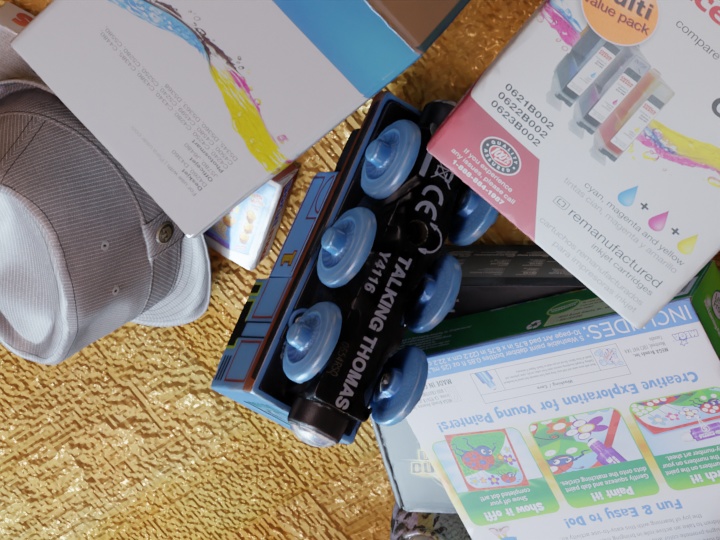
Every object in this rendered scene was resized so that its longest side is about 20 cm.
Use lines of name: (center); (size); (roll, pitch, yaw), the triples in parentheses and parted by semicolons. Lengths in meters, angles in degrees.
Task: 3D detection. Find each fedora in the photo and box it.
fedora: (-0.180, -0.014, 1.726); (0.177, 0.090, 0.200); (22, 141, 20)

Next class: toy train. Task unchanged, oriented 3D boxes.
toy train: (0.000, 0.000, 1.600); (0.087, 0.200, 0.114); (28, 168, -26)

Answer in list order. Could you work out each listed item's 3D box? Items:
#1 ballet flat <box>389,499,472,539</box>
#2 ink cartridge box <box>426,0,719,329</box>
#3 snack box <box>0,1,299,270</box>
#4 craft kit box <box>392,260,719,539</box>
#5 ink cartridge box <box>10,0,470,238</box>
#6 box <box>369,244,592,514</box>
ballet flat: (0.053, 0.211, 1.726); (0.072, 0.072, 0.200); (-37, 66, 42)
ink cartridge box: (0.162, -0.106, 1.451); (0.145, 0.145, 0.200); (41, 131, 0)
snack box: (-0.134, -0.077, 1.725); (0.200, 0.024, 0.072); (30, 132, 9)
craft kit box: (0.139, 0.103, 1.616); (0.200, 0.049, 0.198); (-13, 113, 34)
ink cartridge box: (-0.047, -0.146, 1.545); (0.146, 0.147, 0.200); (47, 131, -7)
box: (0.097, 0.063, 1.671); (0.200, 0.046, 0.159); (1, 122, 30)
